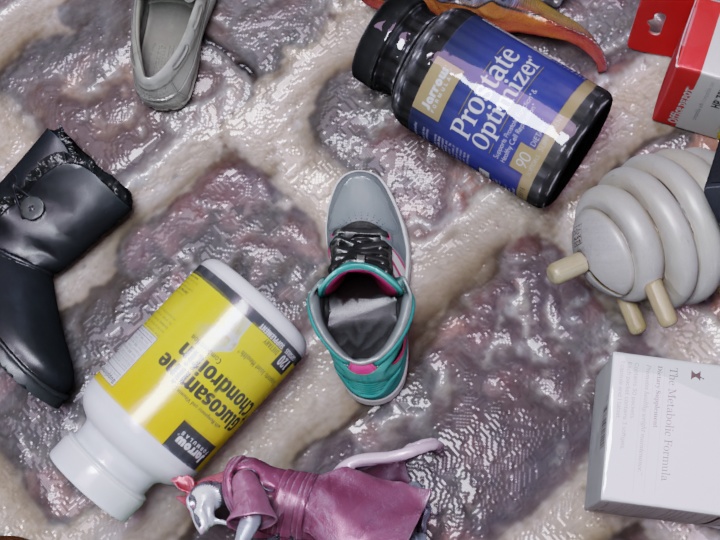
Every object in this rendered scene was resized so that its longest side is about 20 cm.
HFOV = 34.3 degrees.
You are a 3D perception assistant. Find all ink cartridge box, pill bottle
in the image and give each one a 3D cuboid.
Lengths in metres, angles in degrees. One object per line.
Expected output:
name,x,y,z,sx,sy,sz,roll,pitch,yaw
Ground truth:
ink cartridge box,0.313,-0.155,0.955,0.200,0.116,0.067,18,77,10
pill bottle,-0.145,0.096,0.923,0.112,0.112,0.200,40,81,13
pill bottle,0.097,-0.147,0.972,0.200,0.112,0.112,33,79,12

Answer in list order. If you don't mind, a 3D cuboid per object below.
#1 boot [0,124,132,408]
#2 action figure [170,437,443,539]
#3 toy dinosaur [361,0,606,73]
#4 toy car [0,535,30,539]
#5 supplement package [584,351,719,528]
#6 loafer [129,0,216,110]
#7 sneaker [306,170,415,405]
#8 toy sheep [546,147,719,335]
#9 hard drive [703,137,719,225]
boot,-0.256,-0.009,0.978,0.168,0.076,0.200,-41,70,-3
action figure,-0.045,0.173,0.880,0.200,0.134,0.149,15,79,2
toy dinosaur,0.093,-0.240,1.007,0.181,0.105,0.200,-21,79,8
toy car,-0.305,0.263,0.843,0.164,0.200,0.158,36,80,12
supplement package,0.279,0.136,0.881,0.200,0.110,0.114,6,76,6
loafer,-0.166,-0.243,1.039,0.070,0.070,0.200,1,75,5
sneaker,0.000,0.000,0.933,0.084,0.121,0.200,-6,74,3
toy sheep,0.237,-0.028,0.921,0.200,0.138,0.138,-21,73,-21
hard drive,0.330,-0.043,0.891,0.042,0.200,0.135,-9,46,45
